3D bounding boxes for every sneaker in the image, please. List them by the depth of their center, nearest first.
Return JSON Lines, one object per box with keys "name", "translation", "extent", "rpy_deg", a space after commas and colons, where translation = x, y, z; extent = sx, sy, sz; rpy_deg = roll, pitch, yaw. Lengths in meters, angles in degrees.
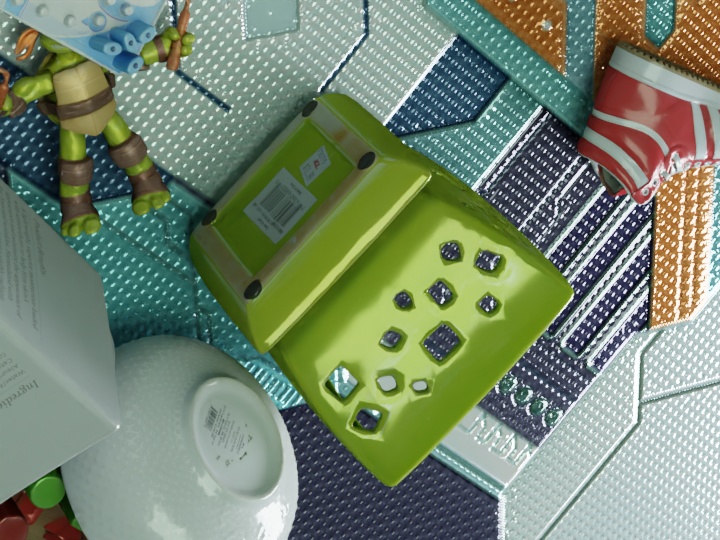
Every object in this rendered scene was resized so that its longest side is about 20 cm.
{"name": "sneaker", "translation": [0.257, -0.093, 1.803], "extent": [0.200, 0.071, 0.113], "rpy_deg": [22, 101, -26]}

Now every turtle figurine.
{"name": "turtle figurine", "translation": [-0.197, -0.107, 1.566], "extent": [0.200, 0.064, 0.162], "rpy_deg": [-25, 119, -23]}

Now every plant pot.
{"name": "plant pot", "translation": [0.000, 0.000, 1.649], "extent": [0.199, 0.200, 0.181], "rpy_deg": [-47, 121, 3]}

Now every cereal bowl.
{"name": "cereal bowl", "translation": [-0.115, 0.135, 1.650], "extent": [0.083, 0.200, 0.200], "rpy_deg": [-26, 136, 36]}

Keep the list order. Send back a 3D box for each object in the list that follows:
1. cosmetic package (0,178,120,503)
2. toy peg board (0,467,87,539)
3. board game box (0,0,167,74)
{"name": "cosmetic package", "translation": [-0.284, 0.037, 1.514], "extent": [0.165, 0.165, 0.200], "rpy_deg": [-31, 127, 14]}
{"name": "toy peg board", "translation": [-0.230, 0.212, 1.691], "extent": [0.200, 0.098, 0.199], "rpy_deg": [30, 99, -35]}
{"name": "board game box", "translation": [-0.175, -0.250, 1.469], "extent": [0.200, 0.026, 0.200], "rpy_deg": [28, 90, -38]}
